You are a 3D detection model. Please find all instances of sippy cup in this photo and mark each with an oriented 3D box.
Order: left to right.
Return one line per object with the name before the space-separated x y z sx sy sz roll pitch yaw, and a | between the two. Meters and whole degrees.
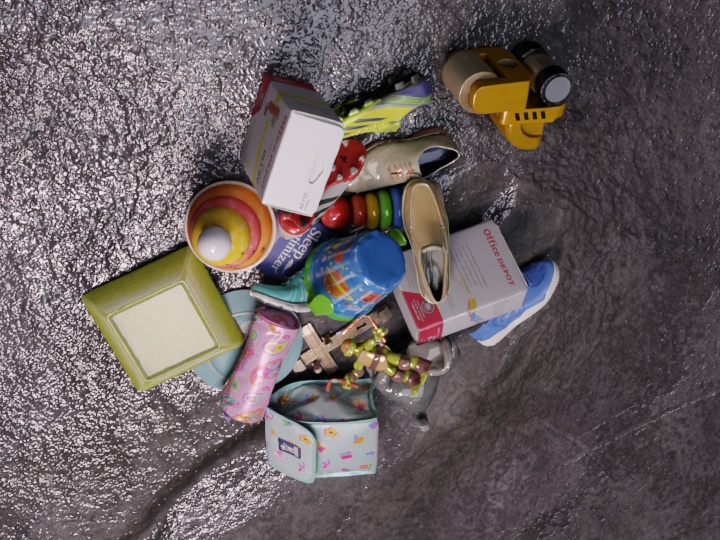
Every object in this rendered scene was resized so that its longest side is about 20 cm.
sippy cup | 0.000 0.000 1.486 0.139 0.130 0.178 21 64 -26

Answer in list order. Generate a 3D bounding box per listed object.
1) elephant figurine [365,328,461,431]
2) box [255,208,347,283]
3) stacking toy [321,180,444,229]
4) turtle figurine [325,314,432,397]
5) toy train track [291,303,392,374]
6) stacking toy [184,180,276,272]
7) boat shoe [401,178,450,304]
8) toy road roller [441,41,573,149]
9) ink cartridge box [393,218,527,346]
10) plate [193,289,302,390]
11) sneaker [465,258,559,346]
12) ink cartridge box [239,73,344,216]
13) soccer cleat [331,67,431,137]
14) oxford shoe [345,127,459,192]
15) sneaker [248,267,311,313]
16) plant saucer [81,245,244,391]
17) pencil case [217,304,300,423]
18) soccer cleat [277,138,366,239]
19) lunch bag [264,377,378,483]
elephant figurine | 0.116 0.141 1.656 0.200 0.142 0.155 -44 115 11
box | -0.105 -0.037 1.560 0.200 0.032 0.121 30 103 -29
stacking toy | 0.033 -0.099 1.548 0.199 0.085 0.086 -5 117 -11
turtle figurine | 0.029 0.153 1.574 0.161 0.064 0.200 24 129 -3
toy train track | -0.033 0.124 1.661 0.200 0.033 0.115 -31 121 0
stacking toy | -0.208 -0.050 1.407 0.146 0.200 0.147 1 103 3
boat shoe | 0.111 -0.045 1.493 0.071 0.076 0.201 -13 100 1
toy road roller | 0.230 -0.268 1.504 0.199 0.123 0.146 -6 129 -16
ink cartridge box | 0.160 0.021 1.601 0.199 0.148 0.086 -18 156 -9
plate | -0.195 0.127 1.607 0.199 0.026 0.201 -5 114 -10
sneaker | 0.257 0.040 1.688 0.200 0.077 0.111 -44 130 14
ink cartridge box | -0.105 -0.188 1.385 0.083 0.200 0.146 12 111 -23
soccer cleat | 0.022 -0.240 1.480 0.200 0.065 0.084 -28 123 -4
oxford shoe | 0.063 -0.172 1.520 0.199 0.074 0.071 -24 122 -4
sneaker | -0.089 0.026 1.549 0.199 0.077 0.080 0 98 -26
plant saucer | -0.315 0.090 1.526 0.199 0.048 0.200 -25 115 0
pencil case | -0.169 0.156 1.566 0.087 0.087 0.200 16 111 -24
soccer cleat | -0.064 -0.128 1.484 0.069 0.085 0.200 38 69 -4
lunch bag | -0.071 0.283 1.673 0.199 0.122 0.171 -4 133 -6
